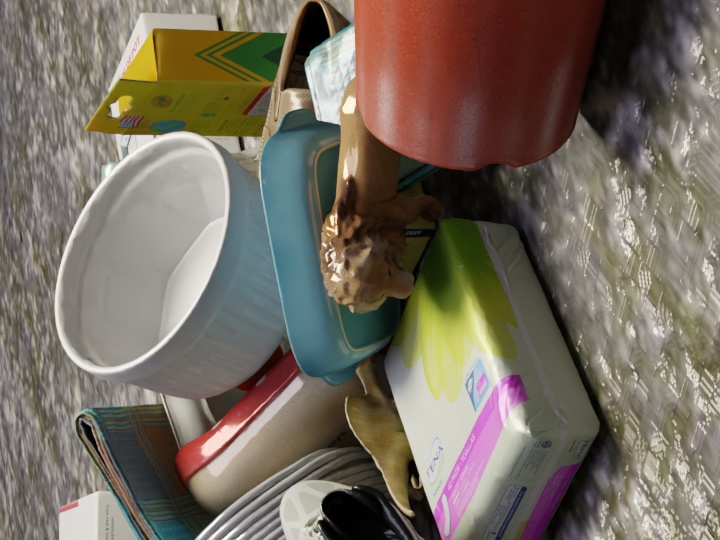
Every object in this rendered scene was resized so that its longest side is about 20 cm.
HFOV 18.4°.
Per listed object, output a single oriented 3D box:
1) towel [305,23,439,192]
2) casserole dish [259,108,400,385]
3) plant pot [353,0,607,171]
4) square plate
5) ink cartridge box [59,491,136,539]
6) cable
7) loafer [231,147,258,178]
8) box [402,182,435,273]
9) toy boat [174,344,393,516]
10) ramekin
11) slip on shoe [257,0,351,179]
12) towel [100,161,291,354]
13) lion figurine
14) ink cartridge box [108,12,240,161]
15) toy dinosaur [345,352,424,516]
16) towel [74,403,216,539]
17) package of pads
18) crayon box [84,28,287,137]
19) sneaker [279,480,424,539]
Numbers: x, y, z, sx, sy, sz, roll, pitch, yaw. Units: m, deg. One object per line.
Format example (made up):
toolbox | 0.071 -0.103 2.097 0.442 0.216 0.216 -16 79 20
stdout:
towel | 0.031 -0.134 1.638 0.200 0.022 0.148 -30 63 47
casserole dish | -0.016 -0.018 1.591 0.039 0.121 0.201 -6 98 31
plant pot | 0.076 -0.184 1.410 0.201 0.199 0.196 -117 26 -49
square plate | -0.106 0.124 1.915 0.028 0.200 0.199 -38 43 14
ink cartridge box | -0.157 0.247 1.983 0.145 0.199 0.084 150 121 -66
cable | -0.055 0.220 1.722 0.069 0.199 0.200 51 140 21
loafer | -0.103 -0.067 1.835 0.070 0.199 0.070 126 151 -50
box | 0.000 0.000 1.774 0.200 0.050 0.076 116 146 -49
toy boat | -0.069 0.101 1.754 0.200 0.130 0.131 -45 59 17
ramekin | -0.133 0.004 1.718 0.200 0.105 0.201 -25 52 36
slip on shoe | -0.042 -0.126 1.790 0.061 0.075 0.201 66 -146 -62
towel | -0.121 -0.003 1.867 0.048 0.199 0.172 142 128 -65
lion figurine | 0.010 -0.076 1.530 0.072 0.122 0.202 -1 98 28
ink cartridge box | -0.182 -0.132 2.192 0.147 0.085 0.201 123 139 -55
toy dinosaur | 0.026 0.133 1.623 0.058 0.101 0.201 -38 39 21
towel | -0.147 0.169 1.784 0.022 0.200 0.147 -35 78 17
package of pads | 0.086 0.087 1.534 0.155 0.068 0.201 112 150 -42
crayon box | -0.126 -0.158 1.890 0.127 0.199 0.051 141 126 -63
sneaker | -0.004 0.170 1.526 0.200 0.076 0.116 29 157 49
